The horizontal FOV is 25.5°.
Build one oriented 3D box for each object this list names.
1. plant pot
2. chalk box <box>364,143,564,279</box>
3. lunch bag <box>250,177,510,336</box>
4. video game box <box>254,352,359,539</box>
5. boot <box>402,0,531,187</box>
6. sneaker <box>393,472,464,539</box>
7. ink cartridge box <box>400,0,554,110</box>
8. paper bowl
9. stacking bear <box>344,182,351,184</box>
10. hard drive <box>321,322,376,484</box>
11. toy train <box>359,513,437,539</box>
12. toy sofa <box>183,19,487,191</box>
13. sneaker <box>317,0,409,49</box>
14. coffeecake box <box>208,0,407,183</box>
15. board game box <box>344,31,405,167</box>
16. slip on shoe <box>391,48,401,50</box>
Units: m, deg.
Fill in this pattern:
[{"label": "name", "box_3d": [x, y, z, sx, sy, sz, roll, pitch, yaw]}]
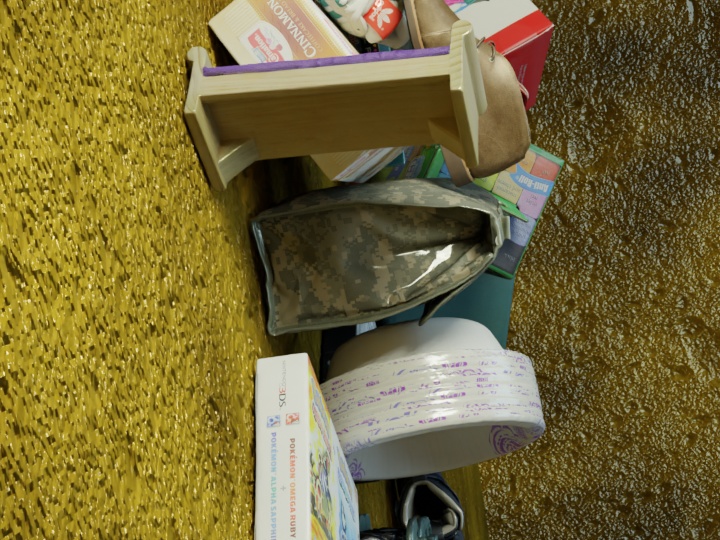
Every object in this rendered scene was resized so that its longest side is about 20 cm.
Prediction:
[{"label": "plant pot", "box_3d": [0.078, 0.084, 1.743, 0.141, 0.141, 0.201, -149, -121, -72]}, {"label": "chalk box", "box_3d": [0.095, -0.075, 1.473, 0.124, 0.124, 0.200, -65, -160, -3]}, {"label": "lunch bag", "box_3d": [0.026, -0.017, 1.301, 0.164, 0.199, 0.118, -57, 137, -81]}, {"label": "video game box", "box_3d": [-0.036, 0.193, 1.182, 0.200, 0.047, 0.183, 73, 9, -50]}, {"label": "boot", "box_3d": [0.082, -0.174, 1.278, 0.074, 0.075, 0.201, -48, 120, -75]}, {"label": "sneaker", "box_3d": [0.092, 0.323, 1.866, 0.146, 0.077, 0.203, -126, -163, -81]}, {"label": "ink cartridge box", "box_3d": [0.098, -0.201, 1.373, 0.200, 0.067, 0.116, 51, -20, 22]}, {"label": "paper bowl", "box_3d": [0.050, 0.106, 1.345, 0.201, 0.200, 0.105, 61, 19, -71]}, {"label": "stacking bear", "box_3d": [0.030, -0.095, 1.837, 0.200, 0.121, 0.114, -70, 154, -60]}, {"label": "hard drive", "box_3d": [-0.005, 0.095, 1.582, 0.200, 0.038, 0.140, -90, 169, -56]}, {"label": "toy train", "box_3d": [0.024, 0.280, 1.439, 0.200, 0.085, 0.114, 42, 49, -79]}, {"label": "toy sofa", "box_3d": [-0.016, -0.124, 1.096, 0.083, 0.199, 0.098, 72, 18, -51]}, {"label": "sneaker", "box_3d": [-0.006, -0.234, 1.258, 0.093, 0.070, 0.200, 45, 2, 19]}, {"label": "coffeecake box", "box_3d": [-0.030, -0.151, 1.276, 0.154, 0.073, 0.200, 52, 7, 2]}, {"label": "board game box", "box_3d": [-0.007, -0.197, 1.453, 0.151, 0.047, 0.201, -142, -137, -78]}, {"label": "slip on shoe", "box_3d": [0.038, -0.200, 1.555, 0.200, 0.060, 0.076, -106, -171, -75]}]
